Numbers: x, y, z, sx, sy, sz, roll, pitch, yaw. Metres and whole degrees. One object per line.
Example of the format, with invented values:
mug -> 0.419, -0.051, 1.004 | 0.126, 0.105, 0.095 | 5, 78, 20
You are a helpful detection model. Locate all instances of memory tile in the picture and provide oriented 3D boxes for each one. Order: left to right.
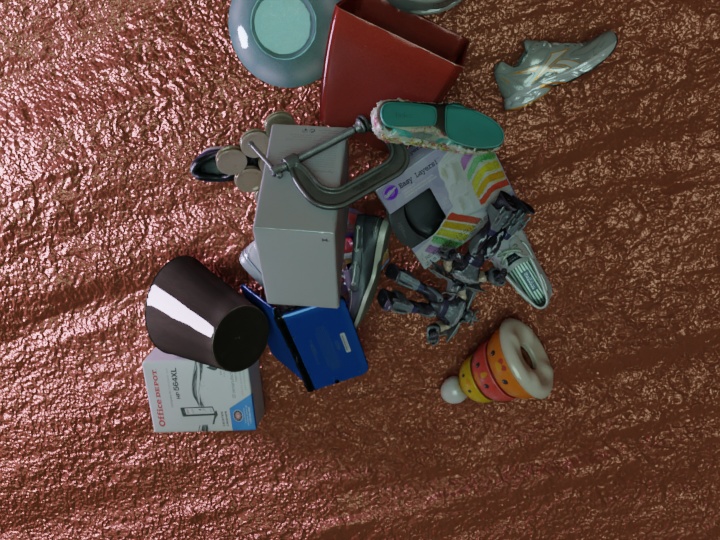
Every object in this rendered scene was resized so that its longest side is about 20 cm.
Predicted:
memory tile -> -0.129, -0.167, 1.264 | 0.153, 0.017, 0.200 | -34, 137, 14

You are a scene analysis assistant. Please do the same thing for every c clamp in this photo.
c clamp -> -0.037, -0.167, 1.093 | 0.198, 0.027, 0.172 | -25, 61, -17

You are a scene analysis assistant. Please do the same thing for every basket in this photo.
basket -> -0.256, 0.085, 1.292 | 0.199, 0.135, 0.183 | 18, 105, 44

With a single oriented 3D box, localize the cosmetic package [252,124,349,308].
cosmetic package -> -0.084, -0.080, 1.172 | 0.121, 0.202, 0.200 | 2, 146, 2

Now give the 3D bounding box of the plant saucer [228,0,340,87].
plant saucer -> -0.122, -0.399, 1.238 | 0.198, 0.039, 0.204 | 2, 107, 6

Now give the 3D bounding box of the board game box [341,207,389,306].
board game box -> -0.044, -0.012, 1.306 | 0.158, 0.039, 0.201 | 38, 86, -13

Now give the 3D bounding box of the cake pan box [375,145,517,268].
cake pan box -> 0.130, -0.122, 1.201 | 0.199, 0.052, 0.185 | -32, 125, 3

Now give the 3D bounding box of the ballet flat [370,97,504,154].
ballet flat -> 0.106, -0.204, 1.094 | 0.198, 0.064, 0.077 | 10, 77, -13

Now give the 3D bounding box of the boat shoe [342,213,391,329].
boat shoe -> 0.000, 0.000, 1.270 | 0.062, 0.073, 0.202 | 19, 112, 9

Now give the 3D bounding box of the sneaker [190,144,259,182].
sneaker -> -0.188, -0.181, 1.283 | 0.198, 0.088, 0.077 | -12, 105, 9

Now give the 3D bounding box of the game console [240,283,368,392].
game console -> -0.094, 0.100, 1.316 | 0.169, 0.119, 0.201 | -17, 133, 1

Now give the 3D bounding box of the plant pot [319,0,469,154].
plant pot -> 0.037, -0.298, 1.180 | 0.198, 0.200, 0.177 | 25, 119, -2

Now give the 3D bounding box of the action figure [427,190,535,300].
action figure -> 0.190, -0.030, 1.212 | 0.129, 0.070, 0.201 | 15, 119, -34

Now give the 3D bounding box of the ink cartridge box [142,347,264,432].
ink cartridge box -> -0.288, 0.216, 1.412 | 0.197, 0.084, 0.148 | -4, 106, 6

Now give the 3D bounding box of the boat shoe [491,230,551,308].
boat shoe -> 0.261, -0.024, 1.285 | 0.073, 0.067, 0.200 | -40, 97, 15

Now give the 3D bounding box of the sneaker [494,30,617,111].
sneaker -> 0.302, -0.334, 1.197 | 0.199, 0.076, 0.093 | -28, 97, 12

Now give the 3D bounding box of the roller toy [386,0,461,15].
roller toy -> 0.100, -0.479, 1.126 | 0.199, 0.140, 0.184 | 29, 98, -3

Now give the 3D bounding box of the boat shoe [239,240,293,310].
boat shoe -> -0.125, 0.023, 1.340 | 0.200, 0.074, 0.067 | 42, 118, -6

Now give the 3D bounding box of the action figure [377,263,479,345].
action figure -> 0.125, 0.059, 1.304 | 0.198, 0.069, 0.131 | 20, 94, -27

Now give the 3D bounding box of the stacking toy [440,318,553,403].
stacking toy -> 0.224, 0.188, 1.344 | 0.199, 0.146, 0.147 | -33, 101, 30
